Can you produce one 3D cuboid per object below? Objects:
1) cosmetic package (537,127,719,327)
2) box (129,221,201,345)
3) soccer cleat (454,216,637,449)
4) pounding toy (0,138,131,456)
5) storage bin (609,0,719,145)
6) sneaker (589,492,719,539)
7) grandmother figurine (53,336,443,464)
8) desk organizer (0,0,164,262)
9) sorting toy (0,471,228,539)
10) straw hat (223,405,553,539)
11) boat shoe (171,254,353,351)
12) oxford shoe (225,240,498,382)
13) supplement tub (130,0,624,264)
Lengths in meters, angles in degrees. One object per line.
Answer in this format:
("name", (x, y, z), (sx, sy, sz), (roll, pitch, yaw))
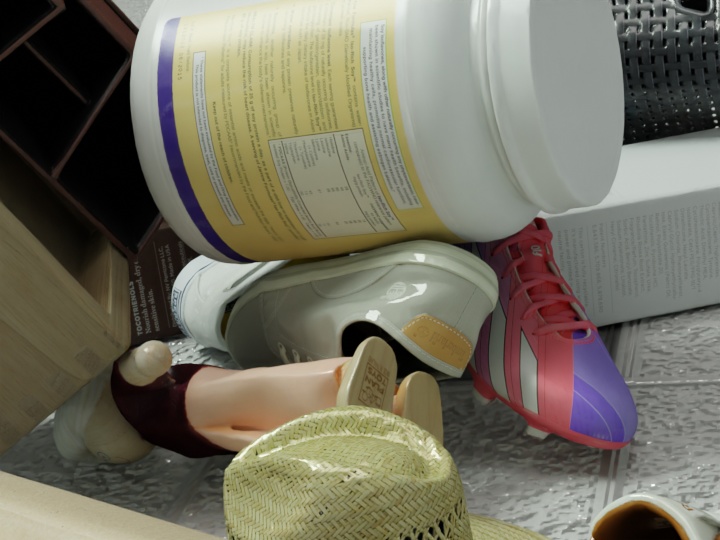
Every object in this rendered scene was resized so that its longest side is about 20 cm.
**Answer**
("cosmetic package", (0.164, -0.025, 0.946), (0.198, 0.075, 0.102), (-9, 21, -7))
("box", (-0.184, 0.007, 0.998), (0.199, 0.075, 0.100), (-12, 20, -15))
("soccer cleat", (0.075, 0.011, 0.816), (0.066, 0.077, 0.200), (11, 24, -30))
("pounding toy", (-0.205, -0.002, 0.812), (0.142, 0.184, 0.200), (-38, 21, 7))
("storage bin", (0.186, -0.141, 1.044), (0.093, 0.136, 0.200), (-2, -19, 17))
("sneaker", (0.127, 0.104, 0.587), (0.072, 0.085, 0.200), (5, 22, 37))
("grandmother figurine", (-0.066, 0.065, 0.778), (0.199, 0.121, 0.061), (-7, 51, 38))
("desk organizer", (-0.148, -0.100, 0.799), (0.072, 0.200, 0.077), (-37, 38, 8))
("sorting toy", (-0.156, 0.150, 0.600), (0.184, 0.037, 0.200), (9, 41, 39))
("straw hat", (-0.004, 0.099, 0.648), (0.199, 0.086, 0.201), (-7, 20, 3))
("boat shoe", (-0.002, -0.004, 0.951), (0.201, 0.075, 0.086), (-19, 22, -22))
("oxford shoe", (-0.010, 0.034, 0.816), (0.200, 0.075, 0.058), (-17, 49, 54))
("supplement tub", (0.009, -0.082, 0.795), (0.199, 0.146, 0.145), (-5, 19, 27))
